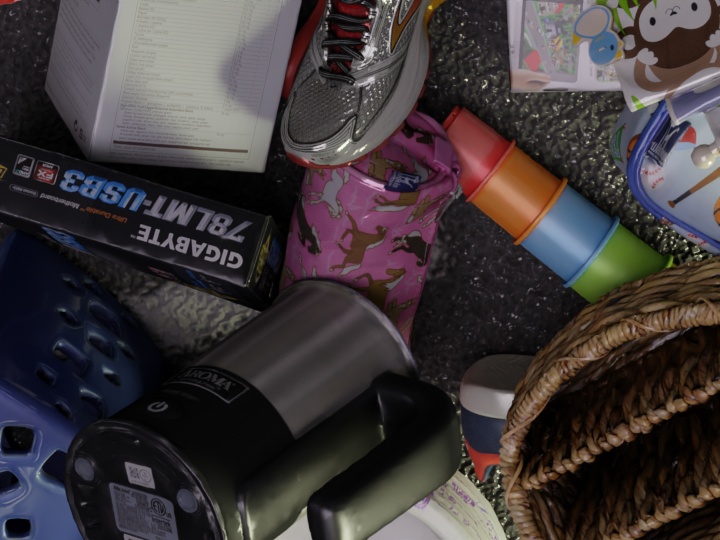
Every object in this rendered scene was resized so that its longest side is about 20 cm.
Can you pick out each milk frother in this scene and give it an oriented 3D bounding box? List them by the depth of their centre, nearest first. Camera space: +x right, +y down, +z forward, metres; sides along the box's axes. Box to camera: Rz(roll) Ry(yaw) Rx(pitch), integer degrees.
[{"bbox_3d":[-0.045,0.143,1.439,0.180,0.188,0.201,29,130,25],"label":"milk frother"}]

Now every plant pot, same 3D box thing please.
[{"bbox_3d":[-0.196,0.124,1.560,0.179,0.200,0.200,29,114,-9],"label":"plant pot"}]

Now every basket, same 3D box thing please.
[{"bbox_3d":[0.173,0.094,1.406,0.199,0.149,0.143,-29,110,29],"label":"basket"}]

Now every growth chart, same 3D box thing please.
[{"bbox_3d":[0.182,-0.154,1.381,0.145,0.018,0.201,-38,66,15],"label":"growth chart"}]

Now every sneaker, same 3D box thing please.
[{"bbox_3d":[0.001,-0.153,1.428,0.078,0.082,0.201,18,82,35],"label":"sneaker"},{"bbox_3d":[0.159,0.106,1.549,0.199,0.075,0.085,7,116,16],"label":"sneaker"}]

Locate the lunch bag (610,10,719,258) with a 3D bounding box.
[{"bbox_3d":[0.249,-0.076,1.434,0.199,0.076,0.161,30,105,-15],"label":"lunch bag"}]

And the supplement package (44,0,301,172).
[{"bbox_3d":[-0.100,-0.172,1.448,0.113,0.110,0.201,4,115,-24],"label":"supplement package"}]

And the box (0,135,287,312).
[{"bbox_3d":[-0.144,-0.031,1.485,0.197,0.200,0.050,16,86,3],"label":"box"}]

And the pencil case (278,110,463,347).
[{"bbox_3d":[0.000,0.000,1.510,0.087,0.082,0.201,45,136,34],"label":"pencil case"}]

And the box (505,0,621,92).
[{"bbox_3d":[0.136,-0.203,1.449,0.109,0.035,0.201,0,111,11],"label":"box"}]

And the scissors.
[{"bbox_3d":[-0.005,-0.185,1.489,0.014,0.073,0.201,22,90,16],"label":"scissors"}]

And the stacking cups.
[{"bbox_3d":[0.123,-0.021,1.507,0.200,0.061,0.061,37,113,-5],"label":"stacking cups"}]

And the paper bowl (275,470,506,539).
[{"bbox_3d":[-0.003,0.196,1.593,0.199,0.104,0.202,4,112,10],"label":"paper bowl"}]

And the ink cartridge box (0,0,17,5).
[{"bbox_3d":[-0.297,-0.238,1.513,0.161,0.050,0.201,-12,105,16],"label":"ink cartridge box"}]
